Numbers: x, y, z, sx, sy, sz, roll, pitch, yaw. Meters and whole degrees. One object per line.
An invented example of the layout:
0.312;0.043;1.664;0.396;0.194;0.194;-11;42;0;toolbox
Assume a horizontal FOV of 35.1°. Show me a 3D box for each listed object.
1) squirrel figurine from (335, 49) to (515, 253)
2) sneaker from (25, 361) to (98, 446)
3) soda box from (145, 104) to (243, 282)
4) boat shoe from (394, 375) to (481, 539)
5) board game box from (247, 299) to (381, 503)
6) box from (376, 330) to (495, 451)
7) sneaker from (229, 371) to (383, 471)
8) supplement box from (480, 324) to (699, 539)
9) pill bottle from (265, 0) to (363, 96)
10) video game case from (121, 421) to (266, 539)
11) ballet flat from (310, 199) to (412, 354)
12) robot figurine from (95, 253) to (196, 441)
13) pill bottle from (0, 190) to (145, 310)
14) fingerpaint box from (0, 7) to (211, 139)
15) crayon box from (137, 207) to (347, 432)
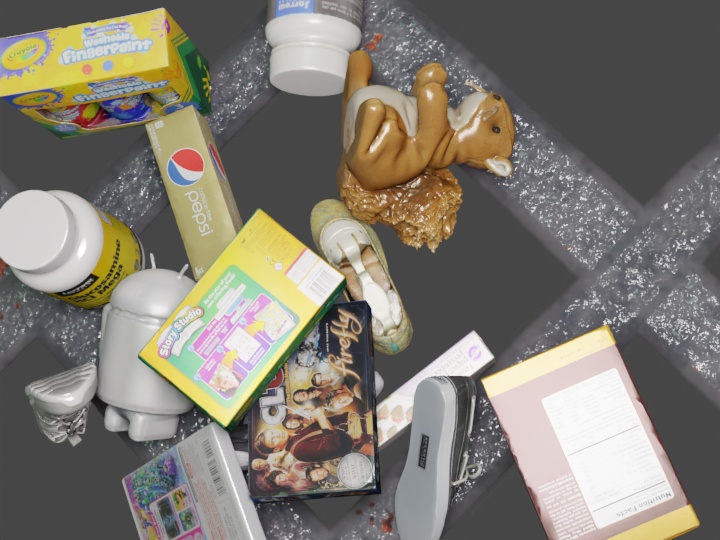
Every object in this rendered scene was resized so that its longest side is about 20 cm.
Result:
0.074;-0.129;1.264;0.185;0.142;0.201;4;116;-13;squirrel figurine
-0.319;0.152;1.252;0.074;0.200;0.083;-20;90;-20;sneaker
-0.184;-0.083;1.321;0.064;0.068;0.201;-22;77;4;soda box
0.087;0.208;1.218;0.073;0.068;0.201;15;103;53;boat shoe
-0.051;0.138;1.197;0.134;0.035;0.202;-7;69;9;board game box
0.059;0.144;1.252;0.200;0.041;0.039;-38;76;2;box
-0.080;0.134;1.259;0.199;0.075;0.114;-28;76;3;sneaker
0.224;0.184;1.134;0.132;0.197;0.201;-23;76;5;supplement box
-0.052;-0.312;1.318;0.113;0.114;0.202;1;79;10;pill bottle
-0.173;0.287;1.224;0.182;0.024;0.201;-34;72;38;video game case
0.000;0.000;1.275;0.070;0.071;0.201;-27;76;4;ballet flat
-0.230;0.085;1.264;0.169;0.113;0.202;14;95;31;robot figurine
-0.324;-0.024;1.266;0.111;0.200;0.113;-2;79;10;pill bottle
-0.291;-0.221;1.315;0.198;0.167;0.074;-8;78;7;fingerpaint box
-0.120;0.051;1.179;0.119;0.058;0.200;38;81;8;crayon box
